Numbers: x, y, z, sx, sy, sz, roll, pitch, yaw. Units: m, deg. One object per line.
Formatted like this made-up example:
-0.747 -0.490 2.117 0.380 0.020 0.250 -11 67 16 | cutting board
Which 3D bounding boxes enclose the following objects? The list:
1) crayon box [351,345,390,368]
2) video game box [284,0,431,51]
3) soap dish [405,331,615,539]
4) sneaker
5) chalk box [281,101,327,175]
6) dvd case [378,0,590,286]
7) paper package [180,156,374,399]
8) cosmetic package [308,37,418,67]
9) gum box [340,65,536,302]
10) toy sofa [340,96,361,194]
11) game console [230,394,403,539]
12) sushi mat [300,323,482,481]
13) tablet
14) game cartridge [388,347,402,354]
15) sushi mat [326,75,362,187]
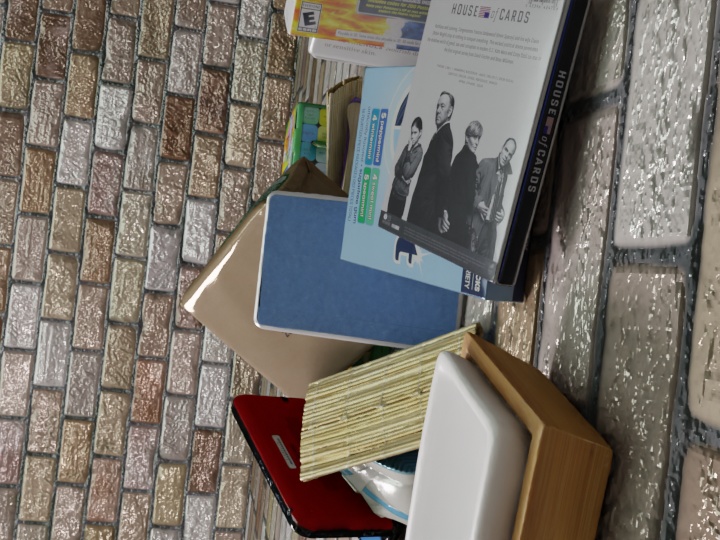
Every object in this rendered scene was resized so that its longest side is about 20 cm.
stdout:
0.005 0.100 1.136 0.119 0.057 0.203 114 160 -59 | crayon box
0.051 -0.262 0.720 0.047 0.196 0.185 -103 21 -51 | video game box
0.086 0.161 0.586 0.157 0.080 0.204 -122 40 -74 | soap dish
0.010 0.180 0.867 0.199 0.076 0.082 20 128 58 | sneaker
-0.053 -0.188 1.465 0.200 0.122 0.127 160 116 -77 | chalk box
0.082 -0.109 0.670 0.150 0.024 0.204 30 109 53 | dvd case
-0.064 0.018 0.996 0.200 0.190 0.104 -43 11 39 | paper package
0.049 -0.314 0.854 0.201 0.163 0.170 111 163 -51 | cosmetic package
0.063 -0.077 0.754 0.199 0.044 0.174 17 100 54 | gum box
0.018 -0.096 1.064 0.083 0.096 0.204 -114 31 -82 | toy sofa
-0.045 0.234 0.947 0.200 0.170 0.120 48 122 49 | game console
0.023 0.115 0.791 0.198 0.012 0.097 -24 49 36 | sushi mat
0.000 0.000 0.865 0.014 0.196 0.133 5 -88 -79 | tablet
0.050 0.129 0.939 0.134 0.040 0.202 -89 11 -49 | game cartridge
-0.020 -0.116 1.061 0.096 0.012 0.204 -45 -38 -58 | sushi mat
